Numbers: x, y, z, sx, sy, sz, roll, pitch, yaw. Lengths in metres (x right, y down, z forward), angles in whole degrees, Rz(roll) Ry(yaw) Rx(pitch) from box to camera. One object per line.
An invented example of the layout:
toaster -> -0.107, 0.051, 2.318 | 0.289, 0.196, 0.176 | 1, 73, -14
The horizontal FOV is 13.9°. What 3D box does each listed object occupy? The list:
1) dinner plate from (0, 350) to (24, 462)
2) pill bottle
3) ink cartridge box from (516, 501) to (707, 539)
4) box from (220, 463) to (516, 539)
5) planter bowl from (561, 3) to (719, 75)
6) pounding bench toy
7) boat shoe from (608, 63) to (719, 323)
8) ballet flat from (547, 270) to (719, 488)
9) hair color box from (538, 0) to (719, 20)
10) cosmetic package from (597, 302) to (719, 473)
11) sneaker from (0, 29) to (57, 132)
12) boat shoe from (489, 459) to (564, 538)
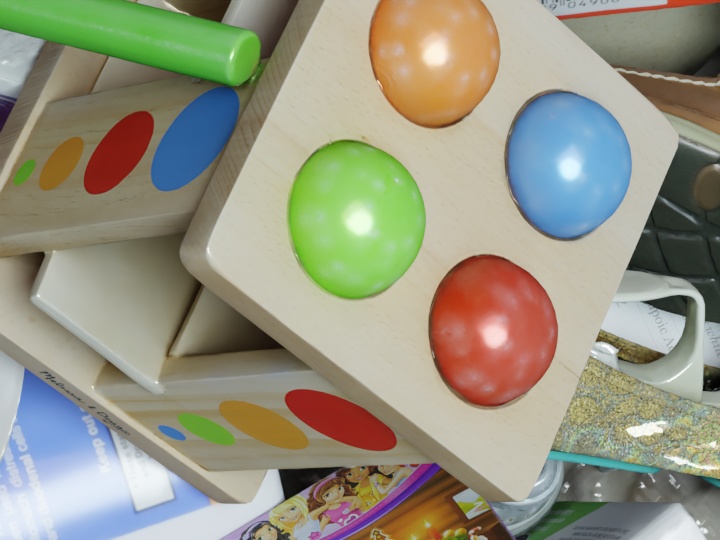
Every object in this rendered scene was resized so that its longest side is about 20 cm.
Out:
dinner plate -> -0.196, 0.020, 0.856 | 0.200, 0.024, 0.201 | -1, 95, -10
pill bottle -> -0.131, 0.082, 0.942 | 0.200, 0.112, 0.112 | -18, 88, -13
ink cartridge box -> 0.027, 0.164, 0.949 | 0.200, 0.145, 0.084 | -36, 95, -12
box -> -0.034, 0.139, 0.865 | 0.200, 0.137, 0.039 | -31, 125, -5
planter bowl -> 0.068, -0.152, 0.996 | 0.200, 0.135, 0.201 | 1, 85, -12
pounding bench toy -> -0.036, -0.037, 0.813 | 0.200, 0.156, 0.124 | 38, 64, -30
boat shoe -> 0.139, -0.025, 0.955 | 0.200, 0.076, 0.074 | 20, 47, 1
ballet flat -> 0.107, 0.038, 0.926 | 0.200, 0.071, 0.071 | 14, 82, -19
hair color box -> 0.049, -0.176, 0.883 | 0.111, 0.064, 0.200 | -7, 65, 2
cosmetic package -> 0.156, -0.019, 1.028 | 0.200, 0.081, 0.113 | -26, 88, -12
sneaker -> -0.126, -0.081, 0.918 | 0.200, 0.114, 0.073 | 35, 70, -32
boat shoe -> -0.001, 0.002, 0.992 | 0.074, 0.065, 0.202 | -33, 79, -12
